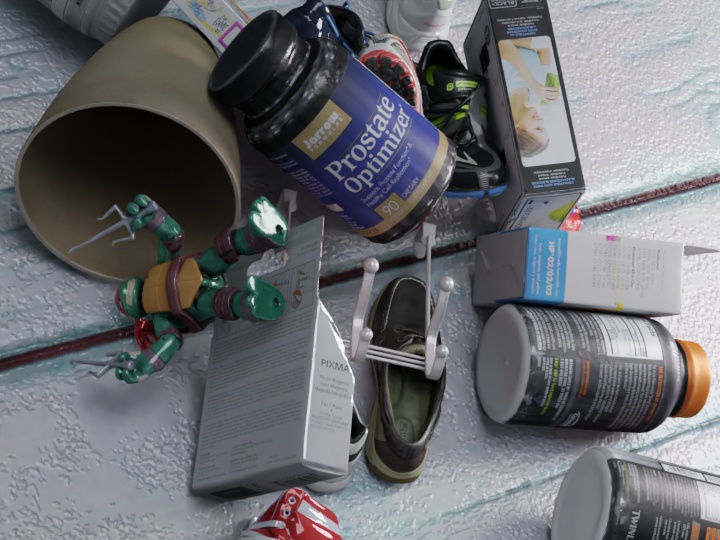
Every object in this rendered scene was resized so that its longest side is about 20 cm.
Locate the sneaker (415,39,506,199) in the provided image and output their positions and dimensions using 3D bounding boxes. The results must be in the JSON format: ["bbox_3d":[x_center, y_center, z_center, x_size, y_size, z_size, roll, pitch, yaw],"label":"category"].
[{"bbox_3d":[0.084,-0.138,1.792,0.070,0.083,0.200,-6,44,-10],"label":"sneaker"}]

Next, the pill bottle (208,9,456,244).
[{"bbox_3d":[-0.025,-0.121,1.629,0.200,0.112,0.112,38,49,-22],"label":"pill bottle"}]

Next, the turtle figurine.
[{"bbox_3d":[-0.150,0.011,1.583,0.101,0.199,0.151,1,78,-56],"label":"turtle figurine"}]

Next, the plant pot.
[{"bbox_3d":[-0.179,-0.123,1.667,0.187,0.188,0.200,23,39,-11],"label":"plant pot"}]

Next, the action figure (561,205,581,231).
[{"bbox_3d":[0.169,-0.093,1.876,0.065,0.052,0.201,0,68,-32],"label":"action figure"}]

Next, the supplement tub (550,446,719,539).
[{"bbox_3d":[0.274,0.230,1.684,0.199,0.123,0.123,16,55,-17],"label":"supplement tub"}]

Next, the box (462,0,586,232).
[{"bbox_3d":[0.149,-0.143,1.801,0.060,0.117,0.201,-6,72,-10],"label":"box"}]

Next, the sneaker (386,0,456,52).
[{"bbox_3d":[0.062,-0.321,1.938,0.078,0.099,0.201,-2,62,-27],"label":"sneaker"}]

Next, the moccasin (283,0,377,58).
[{"bbox_3d":[-0.019,-0.200,1.753,0.080,0.068,0.200,41,9,8],"label":"moccasin"}]

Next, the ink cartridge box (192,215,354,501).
[{"bbox_3d":[-0.065,0.074,1.565,0.057,0.162,0.201,22,65,-31],"label":"ink cartridge box"}]

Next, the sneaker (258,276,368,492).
[{"bbox_3d":[-0.049,0.083,1.649,0.073,0.080,0.200,-19,68,-31],"label":"sneaker"}]

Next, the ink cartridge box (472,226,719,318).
[{"bbox_3d":[0.216,0.006,1.786,0.199,0.115,0.068,5,85,-20],"label":"ink cartridge box"}]

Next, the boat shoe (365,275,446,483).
[{"bbox_3d":[0.045,0.085,1.699,0.071,0.066,0.202,16,55,-14],"label":"boat shoe"}]

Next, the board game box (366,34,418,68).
[{"bbox_3d":[0.034,-0.160,1.876,0.199,0.023,0.105,28,55,-7],"label":"board game box"}]

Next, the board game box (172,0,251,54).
[{"bbox_3d":[-0.089,-0.188,1.760,0.034,0.134,0.200,-43,90,5],"label":"board game box"}]

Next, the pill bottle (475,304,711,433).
[{"bbox_3d":[0.212,0.091,1.751,0.199,0.106,0.107,6,58,-22],"label":"pill bottle"}]

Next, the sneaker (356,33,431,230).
[{"bbox_3d":[0.030,-0.119,1.748,0.077,0.201,0.082,2,36,5],"label":"sneaker"}]

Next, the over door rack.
[{"bbox_3d":[0.000,0.000,1.674,0.147,0.067,0.200,13,36,-12],"label":"over door rack"}]

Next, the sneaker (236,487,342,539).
[{"bbox_3d":[-0.096,0.230,1.539,0.199,0.071,0.113,4,62,-32],"label":"sneaker"}]

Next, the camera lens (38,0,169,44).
[{"bbox_3d":[-0.253,-0.315,1.746,0.200,0.160,0.160,39,52,1],"label":"camera lens"}]
